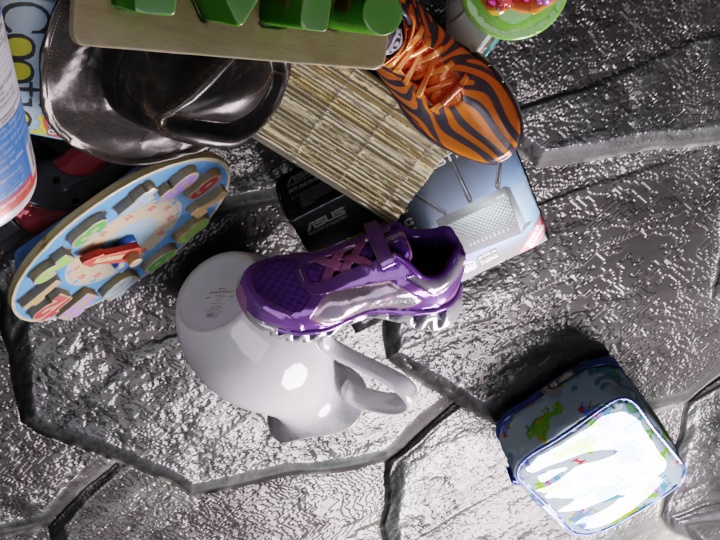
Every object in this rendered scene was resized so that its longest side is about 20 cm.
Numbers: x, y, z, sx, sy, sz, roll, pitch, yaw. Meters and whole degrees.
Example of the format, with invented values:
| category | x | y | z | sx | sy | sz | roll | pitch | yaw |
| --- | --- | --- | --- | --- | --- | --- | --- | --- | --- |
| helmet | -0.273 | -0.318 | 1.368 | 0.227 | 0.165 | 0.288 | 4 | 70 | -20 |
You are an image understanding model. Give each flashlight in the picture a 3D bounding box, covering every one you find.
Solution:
| category | x | y | z | sx | sy | sz | roll | pitch | yaw |
| --- | --- | --- | --- | --- | --- | --- | --- | --- | --- |
| flashlight | -0.204 | -0.091 | 0.948 | 0.199 | 0.068 | 0.068 | -37 | 166 | 14 |

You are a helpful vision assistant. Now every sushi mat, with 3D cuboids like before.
| category | x | y | z | sx | sy | sz | roll | pitch | yaw |
| --- | --- | --- | --- | --- | --- | --- | --- | --- | --- |
| sushi mat | -0.030 | -0.121 | 0.980 | 0.199 | 0.012 | 0.096 | 31 | 115 | -13 |

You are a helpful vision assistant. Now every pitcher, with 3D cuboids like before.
| category | x | y | z | sx | sy | sz | roll | pitch | yaw |
| --- | --- | --- | --- | --- | --- | --- | --- | --- | --- |
| pitcher | -0.054 | 0.071 | 1.097 | 0.170 | 0.122 | 0.200 | -5 | 144 | 27 |

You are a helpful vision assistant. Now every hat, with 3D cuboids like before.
| category | x | y | z | sx | sy | sz | roll | pitch | yaw |
| --- | --- | --- | --- | --- | --- | --- | --- | --- | --- |
| hat | -0.106 | -0.125 | 0.833 | 0.199 | 0.081 | 0.202 | -26 | 145 | -20 |

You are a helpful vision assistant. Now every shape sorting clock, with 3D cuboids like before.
| category | x | y | z | sx | sy | sz | roll | pitch | yaw |
| --- | --- | --- | --- | --- | --- | --- | --- | --- | --- |
| shape sorting clock | -0.182 | -0.022 | 0.981 | 0.199 | 0.039 | 0.200 | -32 | 168 | -7 |

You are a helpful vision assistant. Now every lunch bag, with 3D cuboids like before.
| category | x | y | z | sx | sy | sz | roll | pitch | yaw |
| --- | --- | --- | --- | --- | --- | --- | --- | --- | --- |
| lunch bag | 0.242 | 0.192 | 1.348 | 0.160 | 0.083 | 0.200 | -35 | 132 | 11 |

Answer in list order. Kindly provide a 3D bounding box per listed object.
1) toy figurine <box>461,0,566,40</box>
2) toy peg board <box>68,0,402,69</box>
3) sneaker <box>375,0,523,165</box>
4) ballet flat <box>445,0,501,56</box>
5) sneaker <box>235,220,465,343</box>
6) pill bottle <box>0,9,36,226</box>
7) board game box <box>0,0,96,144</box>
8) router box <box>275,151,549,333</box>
| category | x | y | z | sx | sy | sz | roll | pitch | yaw |
| --- | --- | --- | --- | --- | --- | --- | --- | --- | --- |
| toy figurine | 0.088 | -0.224 | 0.822 | 0.149 | 0.184 | 0.201 | -28 | 110 | 7 |
| toy peg board | -0.056 | -0.220 | 0.724 | 0.197 | 0.098 | 0.202 | 1 | 102 | -22 |
| sneaker | 0.035 | -0.146 | 0.903 | 0.200 | 0.112 | 0.078 | 43 | 106 | -3 |
| ballet flat | 0.109 | -0.237 | 0.952 | 0.069 | 0.070 | 0.201 | 24 | 114 | -34 |
| sneaker | 0.000 | 0.000 | 1.004 | 0.198 | 0.081 | 0.089 | -4 | 146 | -22 |
| pill bottle | -0.260 | -0.123 | 0.737 | 0.111 | 0.113 | 0.202 | -11 | 131 | -10 |
| board game box | -0.268 | -0.170 | 0.841 | 0.198 | 0.105 | 0.104 | 8 | 126 | -26 |
| router box | 0.048 | -0.052 | 1.082 | 0.198 | 0.062 | 0.150 | -27 | 132 | 4 |
